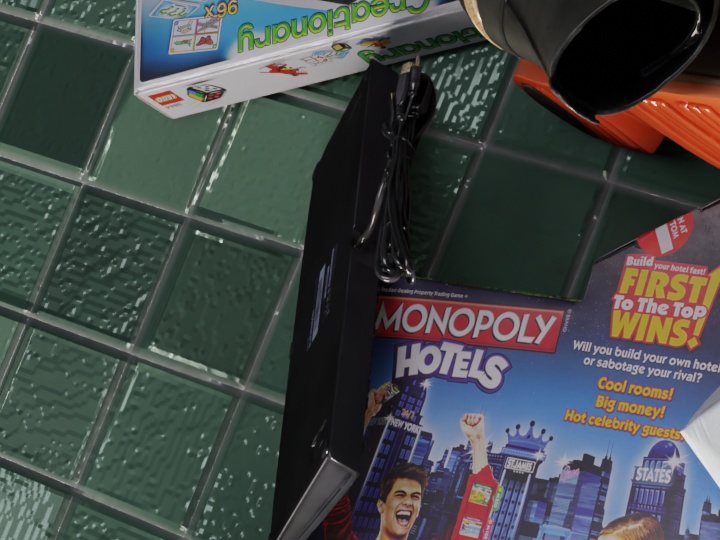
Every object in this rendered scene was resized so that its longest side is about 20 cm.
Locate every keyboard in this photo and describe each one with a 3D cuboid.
[{"bbox_3d":[0.000,0.000,1.129,0.127,0.020,0.201,120,161,-48],"label":"keyboard"}]

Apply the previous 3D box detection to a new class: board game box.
[{"bbox_3d":[-0.004,-0.146,1.244,0.199,0.035,0.127,-12,66,28],"label":"board game box"},{"bbox_3d":[0.085,0.067,1.095,0.199,0.062,0.201,9,75,37],"label":"board game box"}]

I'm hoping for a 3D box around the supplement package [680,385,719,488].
[{"bbox_3d":[0.238,0.060,0.911,0.200,0.147,0.192,-36,86,16],"label":"supplement package"}]

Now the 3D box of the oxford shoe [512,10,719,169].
[{"bbox_3d":[0.123,-0.081,1.083,0.073,0.071,0.200,-59,28,-4],"label":"oxford shoe"}]

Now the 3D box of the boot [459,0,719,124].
[{"bbox_3d":[0.126,-0.137,1.032,0.200,0.077,0.138,-50,21,10],"label":"boot"}]
